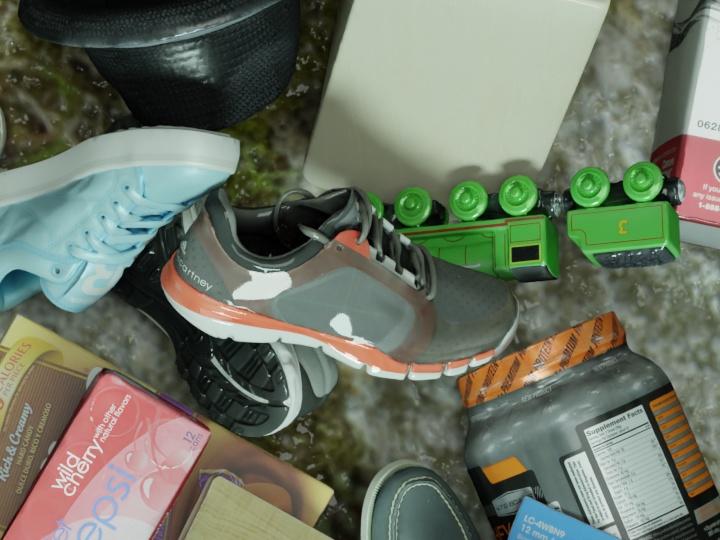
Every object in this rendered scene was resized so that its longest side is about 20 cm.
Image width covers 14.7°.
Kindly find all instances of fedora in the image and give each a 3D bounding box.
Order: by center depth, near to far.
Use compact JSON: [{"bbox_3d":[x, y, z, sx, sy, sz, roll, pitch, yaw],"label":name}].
[{"bbox_3d":[-0.087,-0.131,1.500,0.199,0.201,0.092,-17,115,-8],"label":"fedora"}]

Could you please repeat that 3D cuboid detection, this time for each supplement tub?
[{"bbox_3d":[0.133,0.132,1.507,0.122,0.123,0.201,-22,86,-8],"label":"supplement tub"}]

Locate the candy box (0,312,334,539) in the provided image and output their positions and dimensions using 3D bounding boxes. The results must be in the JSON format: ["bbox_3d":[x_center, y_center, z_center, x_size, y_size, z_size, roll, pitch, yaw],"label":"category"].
[{"bbox_3d":[-0.128,0.123,1.513,0.199,0.056,0.117,29,82,-1],"label":"candy box"}]

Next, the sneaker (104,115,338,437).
[{"bbox_3d":[-0.084,0.002,1.531,0.074,0.079,0.201,-42,73,31],"label":"sneaker"}]

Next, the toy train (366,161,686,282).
[{"bbox_3d":[0.081,-0.020,1.522,0.199,0.042,0.057,-6,73,20],"label":"toy train"}]

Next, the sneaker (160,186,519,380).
[{"bbox_3d":[0.000,0.000,1.451,0.199,0.077,0.082,6,124,-24],"label":"sneaker"}]

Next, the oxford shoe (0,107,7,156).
[{"bbox_3d":[-0.287,-0.050,1.515,0.199,0.058,0.076,-18,83,-10],"label":"oxford shoe"}]

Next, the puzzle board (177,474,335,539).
[{"bbox_3d":[-0.038,0.218,1.491,0.199,0.017,0.151,32,79,-31],"label":"puzzle board"}]

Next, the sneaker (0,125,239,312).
[{"bbox_3d":[-0.134,-0.022,1.475,0.074,0.199,0.083,3,76,-44],"label":"sneaker"}]

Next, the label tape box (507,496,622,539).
[{"bbox_3d":[0.098,0.233,1.412,0.143,0.066,0.201,24,93,19],"label":"label tape box"}]

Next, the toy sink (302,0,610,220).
[{"bbox_3d":[0.053,-0.135,1.523,0.129,0.200,0.113,13,53,-4],"label":"toy sink"}]

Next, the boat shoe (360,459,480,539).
[{"bbox_3d":[0.057,0.197,1.498,0.072,0.062,0.201,-21,101,-27],"label":"boat shoe"}]

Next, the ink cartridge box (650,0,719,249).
[{"bbox_3d":[0.249,-0.109,1.567,0.146,0.083,0.202,11,83,-4],"label":"ink cartridge box"}]

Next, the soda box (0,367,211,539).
[{"bbox_3d":[-0.155,0.152,1.449,0.070,0.063,0.201,30,86,-2],"label":"soda box"}]
